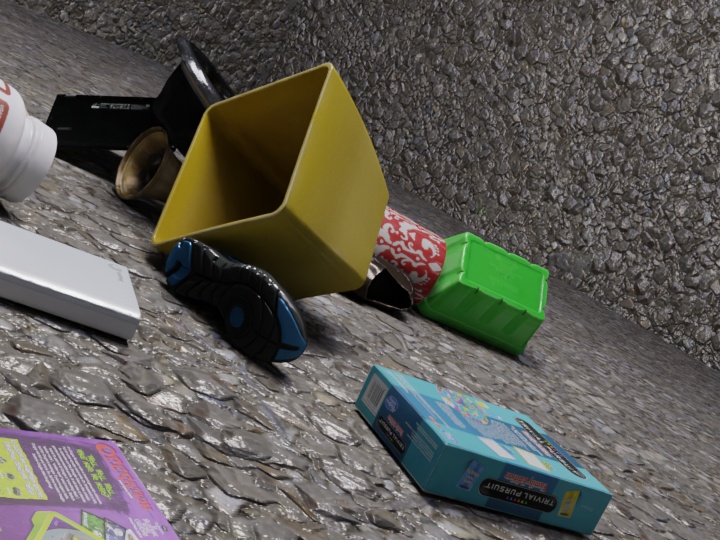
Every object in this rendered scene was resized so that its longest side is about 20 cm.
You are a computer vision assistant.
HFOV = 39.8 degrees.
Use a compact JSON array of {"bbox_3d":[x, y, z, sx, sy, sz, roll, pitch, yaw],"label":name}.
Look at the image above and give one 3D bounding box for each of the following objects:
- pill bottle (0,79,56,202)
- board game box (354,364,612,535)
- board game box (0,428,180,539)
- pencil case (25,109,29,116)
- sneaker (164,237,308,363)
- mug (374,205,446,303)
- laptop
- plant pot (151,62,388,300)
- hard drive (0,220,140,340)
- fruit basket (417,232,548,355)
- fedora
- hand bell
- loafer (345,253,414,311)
[{"bbox_3d":[-0.392,-0.147,0.935,0.199,0.113,0.112,35,1,-42],"label":"pill bottle"},{"bbox_3d":[0.110,0.164,0.913,0.198,0.047,0.151,22,11,-29],"label":"board game box"},{"bbox_3d":[-0.131,0.139,0.463,0.119,0.033,0.200,13,18,-41],"label":"board game box"},{"bbox_3d":[-0.444,-0.163,1.039,0.199,0.078,0.090,11,38,-57],"label":"pencil case"},{"bbox_3d":[-0.107,0.026,0.978,0.199,0.074,0.081,36,12,38],"label":"sneaker"},{"bbox_3d":[0.017,-0.049,1.505,0.198,0.135,0.178,25,18,-16],"label":"mug"},{"bbox_3d":[-0.343,-0.187,1.434,0.184,0.117,0.202,1,41,-2],"label":"laptop"},{"bbox_3d":[-0.079,-0.075,1.109,0.198,0.203,0.176,-11,-40,38],"label":"plant pot"},{"bbox_3d":[-0.283,-0.007,0.819,0.198,0.027,0.132,23,10,-25],"label":"hard drive"},{"bbox_3d":[0.178,0.039,1.585,0.212,0.158,0.217,9,-32,6],"label":"fruit basket"},{"bbox_3d":[-0.205,-0.198,1.268,0.202,0.091,0.201,56,5,-7],"label":"fedora"},{"bbox_3d":[-0.220,-0.097,1.340,0.199,0.105,0.104,33,3,-40],"label":"hand bell"},{"bbox_3d":[0.000,0.000,1.388,0.198,0.074,0.071,23,8,-22],"label":"loafer"}]
